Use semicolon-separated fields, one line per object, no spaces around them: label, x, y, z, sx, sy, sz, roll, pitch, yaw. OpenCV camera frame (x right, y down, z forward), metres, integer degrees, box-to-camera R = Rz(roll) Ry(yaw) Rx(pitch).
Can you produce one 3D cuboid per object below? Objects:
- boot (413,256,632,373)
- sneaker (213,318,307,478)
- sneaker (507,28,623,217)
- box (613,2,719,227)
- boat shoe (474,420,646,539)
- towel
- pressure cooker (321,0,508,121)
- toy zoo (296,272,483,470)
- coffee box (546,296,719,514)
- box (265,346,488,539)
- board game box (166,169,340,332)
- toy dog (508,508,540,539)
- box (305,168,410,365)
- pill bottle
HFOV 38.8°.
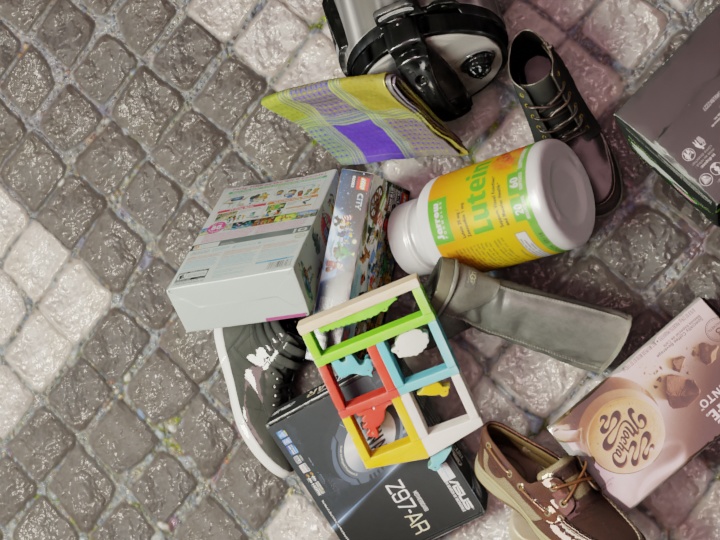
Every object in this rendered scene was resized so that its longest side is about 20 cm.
boot;0.159;0.060;1.065;0.200;0.182;0.073;13;67;-6
sneaker;-0.093;0.129;1.160;0.099;0.071;0.200;-27;73;22
sneaker;0.203;-0.148;1.051;0.075;0.106;0.200;-28;77;16
box;0.340;-0.140;0.950;0.149;0.200;0.124;-47;74;11
boat shoe;0.190;0.211;0.985;0.200;0.072;0.072;36;140;41
towel;0.004;-0.155;1.078;0.200;0.144;0.023;3;66;44
pressure cooker;0.061;-0.255;1.061;0.179;0.176;0.200;-44;55;57
toy zoo;0.037;0.116;1.023;0.131;0.020;0.200;-22;105;10
coffee box;0.301;0.133;1.010;0.200;0.080;0.113;-43;73;13
box;0.019;0.203;1.093;0.160;0.044;0.200;-29;99;16
board game box;-0.104;-0.025;1.112;0.147;0.200;0.064;-8;124;20
toy dog;0.235;0.302;1.019;0.096;0.132;0.200;-36;76;-25
box;0.000;0.000;1.100;0.038;0.137;0.200;11;91;19
pill bottle;0.128;-0.055;1.052;0.200;0.111;0.111;-17;80;39
